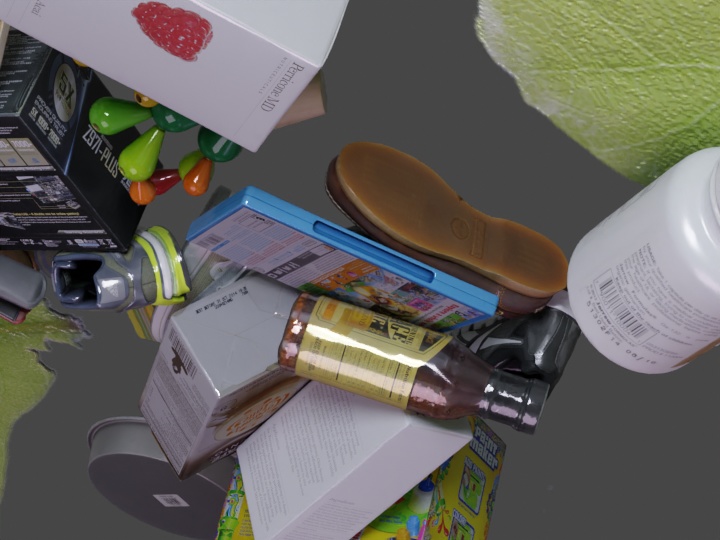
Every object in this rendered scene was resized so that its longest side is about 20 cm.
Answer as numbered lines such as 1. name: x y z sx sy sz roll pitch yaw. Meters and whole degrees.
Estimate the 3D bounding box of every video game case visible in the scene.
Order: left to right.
1. video game case: -0.016 -0.002 1.418 0.200 0.018 0.143 24 163 -16

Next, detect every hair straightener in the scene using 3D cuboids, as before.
1. hair straightener: -0.328 -0.030 1.505 0.200 0.041 0.077 34 147 -15

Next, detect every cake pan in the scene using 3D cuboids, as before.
1. cake pan: -0.187 0.214 1.972 0.200 0.037 0.200 15 149 9

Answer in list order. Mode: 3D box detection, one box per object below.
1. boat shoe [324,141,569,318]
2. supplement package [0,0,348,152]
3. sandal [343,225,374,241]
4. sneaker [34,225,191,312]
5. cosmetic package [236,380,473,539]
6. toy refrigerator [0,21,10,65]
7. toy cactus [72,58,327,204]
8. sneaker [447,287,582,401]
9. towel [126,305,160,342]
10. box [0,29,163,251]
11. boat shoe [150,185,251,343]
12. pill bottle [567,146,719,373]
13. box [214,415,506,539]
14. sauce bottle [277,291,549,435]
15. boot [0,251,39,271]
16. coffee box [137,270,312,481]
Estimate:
1. boat shoe: 0.054 -0.021 1.421 0.200 0.071 0.070 31 144 -17
2. supplement package: -0.113 -0.187 1.210 0.200 0.120 0.121 27 148 -11
3. sandal: -0.001 0.000 1.523 0.075 0.048 0.201 13 161 10
4. sneaker: -0.216 -0.007 1.549 0.200 0.081 0.074 8 110 55
5. cosmetic package: -0.008 0.138 1.564 0.071 0.102 0.200 16 135 -36
6. toy refrigerator: -0.295 -0.128 1.344 0.070 0.076 0.200 28 115 20
7. toy cactus: -0.106 -0.120 1.365 0.165 0.102 0.200 -6 142 6
8. sneaker: 0.105 0.081 1.534 0.066 0.091 0.200 30 148 -15
9. towel: -0.107 0.052 1.691 0.199 0.018 0.086 11 152 15
10. box: -0.279 -0.095 1.487 0.200 0.086 0.164 0 144 30
11. boat shoe: -0.118 0.007 1.570 0.065 0.075 0.202 27 142 -3
12. pill bottle: 0.230 -0.016 1.283 0.114 0.115 0.200 28 149 -12
13. box: -0.003 0.210 1.690 0.200 0.193 0.122 2 155 30
14. sauce bottle: 0.040 0.072 1.453 0.199 0.066 0.066 17 149 4
15. boot: -0.351 0.014 1.587 0.175 0.200 0.066 32 116 -18
16. coffee box: -0.102 0.082 1.578 0.080 0.114 0.200 57 156 14
